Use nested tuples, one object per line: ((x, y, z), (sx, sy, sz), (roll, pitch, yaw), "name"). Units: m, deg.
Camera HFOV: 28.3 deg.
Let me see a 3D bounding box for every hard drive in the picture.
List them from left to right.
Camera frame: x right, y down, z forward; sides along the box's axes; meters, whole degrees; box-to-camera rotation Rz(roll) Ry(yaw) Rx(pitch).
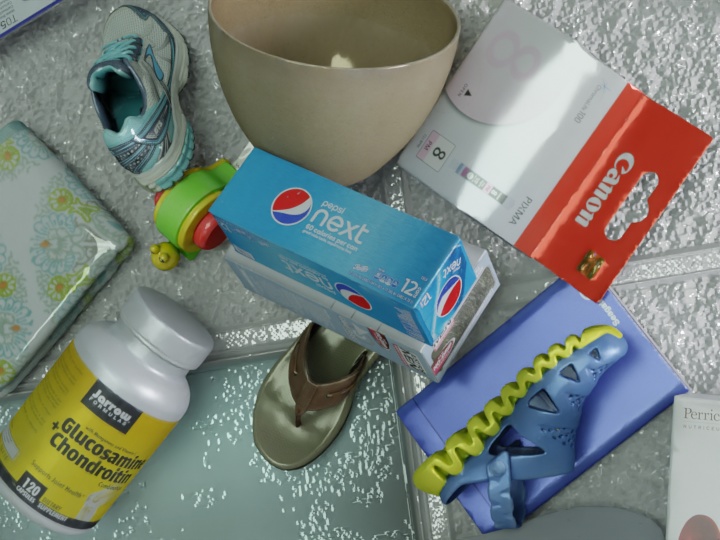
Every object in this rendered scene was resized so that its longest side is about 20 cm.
((0.143, 0.104, 1.142), (0.200, 0.025, 0.132), (-40, 74, 12), "hard drive")

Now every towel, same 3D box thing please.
((-0.321, -0.010, 1.304), (0.171, 0.048, 0.200), (44, 100, 14), "towel")

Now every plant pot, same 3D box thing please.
((-0.026, -0.147, 1.154), (0.199, 0.200, 0.135), (20, 125, 20), "plant pot")

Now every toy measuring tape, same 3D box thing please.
((-0.121, -0.082, 1.227), (0.074, 0.074, 0.200), (40, 99, 18), "toy measuring tape")

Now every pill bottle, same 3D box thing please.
((-0.217, 0.116, 1.212), (0.112, 0.112, 0.200), (41, 99, 18), "pill bottle")

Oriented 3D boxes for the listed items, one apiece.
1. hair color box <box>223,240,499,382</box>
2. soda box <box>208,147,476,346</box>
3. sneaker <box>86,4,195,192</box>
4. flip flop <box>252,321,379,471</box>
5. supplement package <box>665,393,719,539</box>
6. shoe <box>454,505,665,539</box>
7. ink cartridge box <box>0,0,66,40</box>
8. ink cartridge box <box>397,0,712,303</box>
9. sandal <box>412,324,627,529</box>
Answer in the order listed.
((0.000, 0.000, 1.151), (0.199, 0.061, 0.099), (25, 71, 29), "hair color box")
((-0.015, -0.020, 1.093), (0.199, 0.064, 0.068), (25, 71, 28), "soda box")
((-0.195, -0.167, 1.229), (0.077, 0.086, 0.201), (-30, 52, 17), "sneaker")
((-0.024, 0.075, 1.184), (0.081, 0.058, 0.200), (40, 96, 14), "flip flop")
((0.317, 0.193, 1.009), (0.190, 0.147, 0.201), (2, 87, 19), "supplement package")
((0.139, 0.248, 1.113), (0.199, 0.072, 0.091), (-11, 126, -5), "shoe")
((-0.310, -0.325, 1.329), (0.199, 0.041, 0.201), (-26, 77, 15), "ink cartridge box")
((0.149, -0.097, 1.133), (0.200, 0.057, 0.163), (38, 98, 31), "ink cartridge box")
((0.135, 0.123, 1.094), (0.087, 0.079, 0.200), (47, 109, 13), "sandal")
